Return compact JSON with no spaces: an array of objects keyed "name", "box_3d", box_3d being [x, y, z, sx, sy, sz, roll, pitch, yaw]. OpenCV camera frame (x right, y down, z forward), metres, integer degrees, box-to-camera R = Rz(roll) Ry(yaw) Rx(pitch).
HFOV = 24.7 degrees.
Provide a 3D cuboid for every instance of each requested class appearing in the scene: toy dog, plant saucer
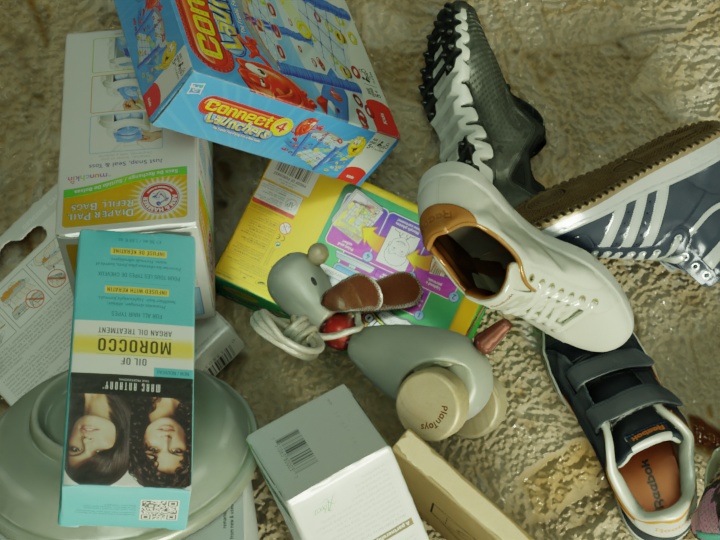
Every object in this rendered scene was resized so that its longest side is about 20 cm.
[{"name":"toy dog","box_3d":[0.029,0.037,1.161,0.199,0.132,0.097,33,102,-1]},{"name":"plant saucer","box_3d":[-0.168,0.110,1.119,0.198,0.051,0.201,-3,34,2]}]

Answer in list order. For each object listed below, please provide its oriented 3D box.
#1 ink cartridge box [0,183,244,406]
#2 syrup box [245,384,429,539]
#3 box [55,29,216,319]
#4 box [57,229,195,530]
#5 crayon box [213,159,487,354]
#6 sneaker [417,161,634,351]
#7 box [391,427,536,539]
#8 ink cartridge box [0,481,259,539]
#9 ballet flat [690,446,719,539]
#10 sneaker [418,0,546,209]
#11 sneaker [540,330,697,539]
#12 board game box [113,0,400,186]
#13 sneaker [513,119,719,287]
[{"name":"ink cartridge box","box_3d":[-0.212,0.044,1.262,0.161,0.050,0.200,-44,64,-10]},{"name":"syrup box","box_3d":[0.000,0.185,1.129,0.081,0.201,0.079,-27,37,-9]},{"name":"box","box_3d":[-0.163,-0.071,1.220,0.100,0.113,0.202,-5,51,0]},{"name":"box","box_3d":[-0.150,0.068,1.070,0.081,0.049,0.202,3,52,-10]},{"name":"crayon box","box_3d":[0.000,0.000,1.257,0.198,0.058,0.120,25,76,7]},{"name":"sneaker","box_3d":[0.113,0.014,1.158,0.199,0.073,0.085,35,36,-21]},{"name":"box","box_3d":[0.098,0.196,1.146,0.200,0.164,0.021,41,77,11]},{"name":"ink cartridge box","box_3d":[-0.167,0.226,1.124,0.198,0.147,0.145,-5,35,0]},{"name":"ballet flat","box_3d":[0.294,0.126,1.205,0.200,0.071,0.069,-48,116,-38]},{"name":"sneaker","box_3d":[0.100,-0.121,1.290,0.090,0.067,0.202,10,55,-25]},{"name":"sneaker","box_3d":[0.196,0.102,1.217,0.078,0.079,0.201,-23,74,-5]},{"name":"board game box","box_3d":[-0.084,-0.175,1.219,0.056,0.195,0.201,-44,51,31]},{"name":"sneaker","box_3d":[0.200,-0.024,1.232,0.198,0.070,0.109,-25,110,-9]}]
